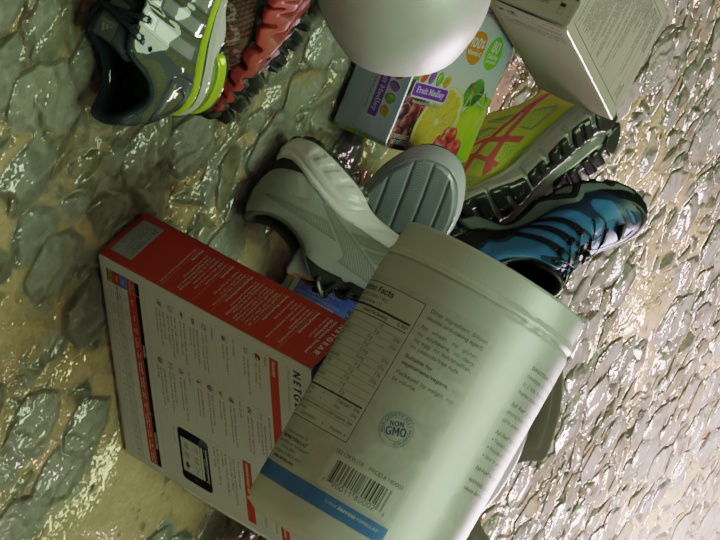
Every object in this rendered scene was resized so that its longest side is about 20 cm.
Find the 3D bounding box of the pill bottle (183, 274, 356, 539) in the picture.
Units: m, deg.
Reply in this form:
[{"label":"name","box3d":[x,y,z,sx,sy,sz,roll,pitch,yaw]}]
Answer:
[{"label":"pill bottle","box3d":[-0.044,0.095,1.708,0.200,0.112,0.112,-60,154,-8]}]

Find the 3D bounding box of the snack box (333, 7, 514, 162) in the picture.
[{"label":"snack box","box3d":[0.067,-0.184,1.719,0.142,0.053,0.200,5,109,-63]}]

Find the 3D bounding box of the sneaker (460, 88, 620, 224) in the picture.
[{"label":"sneaker","box3d":[0.109,-0.080,1.871,0.200,0.090,0.078,-35,141,-5]}]

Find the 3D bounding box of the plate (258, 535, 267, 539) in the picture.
[{"label":"plate","box3d":[-0.051,0.271,1.836,0.200,0.026,0.201,-15,90,-84]}]

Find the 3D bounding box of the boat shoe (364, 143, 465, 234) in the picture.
[{"label":"boat shoe","box3d":[0.029,-0.037,1.751,0.062,0.072,0.200,-63,-177,-41]}]

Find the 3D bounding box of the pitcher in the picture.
[{"label":"pitcher","box3d":[0.053,-0.224,1.524,0.121,0.171,0.200,-50,151,-45]}]

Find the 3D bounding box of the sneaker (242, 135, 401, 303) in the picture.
[{"label":"sneaker","box3d":[0.000,0.000,1.634,0.079,0.200,0.074,-45,176,-15]}]

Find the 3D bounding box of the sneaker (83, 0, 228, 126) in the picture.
[{"label":"sneaker","box3d":[-0.120,-0.166,1.378,0.081,0.074,0.200,-34,140,-40]}]

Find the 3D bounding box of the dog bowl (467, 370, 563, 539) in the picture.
[{"label":"dog bowl","box3d":[0.069,0.121,1.727,0.200,0.059,0.200,-33,136,-39]}]

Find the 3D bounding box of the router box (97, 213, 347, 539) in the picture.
[{"label":"router box","box3d":[-0.084,0.082,1.547,0.049,0.179,0.200,-43,148,-34]}]

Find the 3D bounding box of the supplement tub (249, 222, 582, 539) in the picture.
[{"label":"supplement tub","box3d":[0.033,0.087,1.416,0.200,0.132,0.132,-59,154,-5]}]

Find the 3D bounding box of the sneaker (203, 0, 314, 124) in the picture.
[{"label":"sneaker","box3d":[-0.074,-0.176,1.454,0.071,0.098,0.201,-55,179,-43]}]

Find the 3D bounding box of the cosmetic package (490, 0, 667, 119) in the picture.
[{"label":"cosmetic package","box3d":[0.165,-0.200,1.745,0.104,0.073,0.200,-62,160,-8]}]

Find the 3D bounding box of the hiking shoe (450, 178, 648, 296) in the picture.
[{"label":"hiking shoe","box3d":[0.147,-0.009,1.827,0.200,0.087,0.075,-17,136,-21]}]
